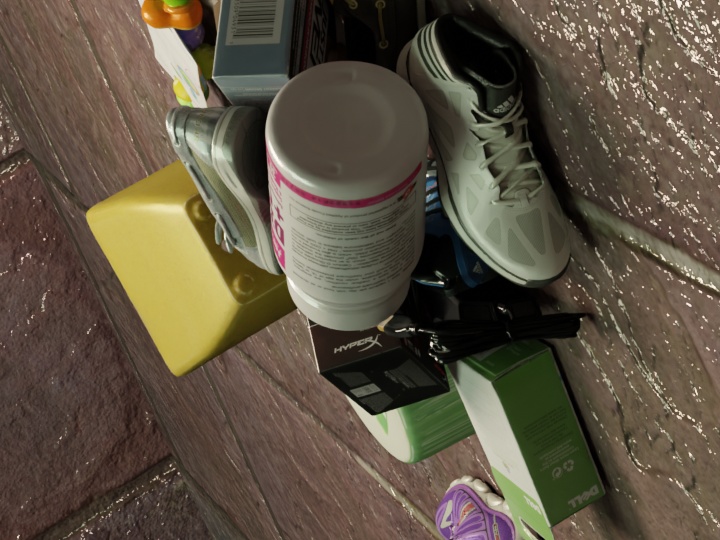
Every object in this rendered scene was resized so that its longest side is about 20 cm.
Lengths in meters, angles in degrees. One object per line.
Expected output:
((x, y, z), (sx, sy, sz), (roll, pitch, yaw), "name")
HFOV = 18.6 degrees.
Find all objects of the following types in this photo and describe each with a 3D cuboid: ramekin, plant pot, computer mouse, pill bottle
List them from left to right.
((-0.126, -0.029, 2.167), (0.196, 0.194, 0.200), (61, 161, -4), "plant pot")
((-0.009, -0.048, 1.576), (0.114, 0.113, 0.200), (52, 161, 27), "pill bottle")
((0.038, 0.074, 1.966), (0.200, 0.097, 0.200), (55, 165, 22), "ramekin")
((0.073, 0.042, 1.688), (0.200, 0.140, 0.046), (-152, 58, -65), "computer mouse")

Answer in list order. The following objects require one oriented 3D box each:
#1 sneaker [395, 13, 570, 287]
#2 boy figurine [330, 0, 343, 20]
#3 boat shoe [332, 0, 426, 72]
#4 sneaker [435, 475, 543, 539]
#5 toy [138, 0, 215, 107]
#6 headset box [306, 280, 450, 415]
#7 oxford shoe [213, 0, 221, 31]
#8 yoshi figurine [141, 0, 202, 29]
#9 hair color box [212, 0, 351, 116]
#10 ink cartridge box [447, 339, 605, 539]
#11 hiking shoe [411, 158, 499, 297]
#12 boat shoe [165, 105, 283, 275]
((0.090, -0.085, 1.513), (0.201, 0.075, 0.115), (61, 168, 5), "sneaker")
((-0.066, -0.237, 1.715), (0.200, 0.064, 0.125), (36, 117, 36), "boy figurine")
((0.009, -0.198, 1.599), (0.072, 0.060, 0.202), (46, 161, 45), "boat shoe")
((0.107, 0.255, 2.120), (0.081, 0.083, 0.200), (62, 167, -9), "sneaker")
((-0.173, -0.221, 2.221), (0.115, 0.047, 0.200), (53, 168, 15), "toy")
((0.000, 0.000, 1.794), (0.149, 0.075, 0.201), (46, -151, -65), "headset box")
((-0.093, -0.253, 1.864), (0.071, 0.071, 0.200), (32, 160, 28), "oxford shoe")
((-0.183, -0.313, 1.955), (0.113, 0.111, 0.200), (59, 165, 33), "yoshi figurine")
((-0.047, -0.145, 1.629), (0.200, 0.060, 0.100), (54, -141, -65), "hair color box")
((0.143, 0.144, 1.818), (0.104, 0.059, 0.201), (34, 150, 63), "ink cartridge box")
((0.056, -0.034, 1.709), (0.075, 0.086, 0.200), (65, 165, -19), "hiking shoe")
((-0.089, -0.062, 1.631), (0.064, 0.075, 0.202), (13, 160, 19), "boat shoe")
